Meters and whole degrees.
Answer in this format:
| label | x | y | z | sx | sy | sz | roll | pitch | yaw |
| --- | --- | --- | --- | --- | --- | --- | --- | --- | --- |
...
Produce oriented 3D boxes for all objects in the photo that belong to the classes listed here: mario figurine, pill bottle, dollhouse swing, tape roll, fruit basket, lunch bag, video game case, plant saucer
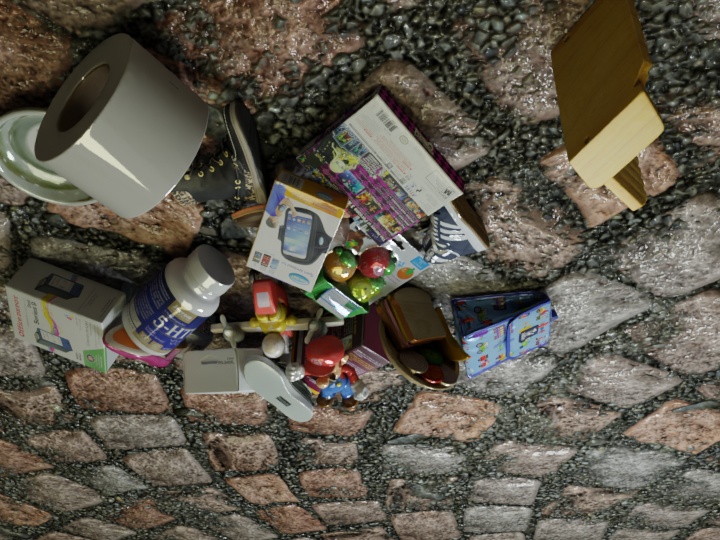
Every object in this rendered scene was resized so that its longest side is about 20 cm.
| label | x | y | z | sx | sy | sz | roll | pitch | yaw |
| --- | --- | --- | --- | --- | --- | --- | --- | --- | --- |
| mario figurine | -0.061 | 0.207 | 1.516 | 0.122 | 0.107 | 0.202 | -30 | 144 | -10 |
| pill bottle | -0.323 | 0.049 | 1.477 | 0.199 | 0.121 | 0.119 | -40 | 129 | 21 |
| dollhouse swing | 0.350 | -0.212 | 1.060 | 0.173 | 0.203 | 0.182 | 20 | 140 | -22 |
| tape roll | -0.320 | -0.192 | 1.109 | 0.200 | 0.206 | 0.139 | -24 | 136 | 30 |
| fruit basket | 0.000 | 0.000 | 1.442 | 0.198 | 0.095 | 0.185 | -27 | 134 | 28 |
| lunch bag | 0.285 | 0.108 | 1.596 | 0.195 | 0.095 | 0.152 | -15 | 141 | 1 |
| video game case | 0.030 | -0.151 | 1.242 | 0.180 | 0.036 | 0.200 | -31 | 114 | 35 |
| plant saucer | -0.461 | -0.182 | 1.252 | 0.195 | 0.051 | 0.202 | 1 | 142 | 1 |

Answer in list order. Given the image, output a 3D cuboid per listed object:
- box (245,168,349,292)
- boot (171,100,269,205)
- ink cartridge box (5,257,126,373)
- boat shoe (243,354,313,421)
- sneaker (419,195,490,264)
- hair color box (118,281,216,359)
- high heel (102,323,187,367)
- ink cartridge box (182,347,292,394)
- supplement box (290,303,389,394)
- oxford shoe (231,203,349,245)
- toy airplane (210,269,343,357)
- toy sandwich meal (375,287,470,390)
| label | x | y | z | sx | sy | sz | roll | pitch | yaw |
| --- | --- | --- | --- | --- | --- | --- | --- | --- | --- |
| box | -0.105 | -0.051 | 1.307 | 0.117 | 0.042 | 0.202 | 21 | 125 | -4 |
| boot | -0.223 | -0.168 | 1.247 | 0.147 | 0.075 | 0.201 | -5 | 149 | 4 |
| ink cartridge box | -0.538 | 0.083 | 1.517 | 0.196 | 0.088 | 0.147 | 22 | 134 | 6 |
| boat shoe | -0.155 | 0.213 | 1.573 | 0.069 | 0.065 | 0.201 | -19 | 133 | 20 |
| sneaker | 0.129 | -0.079 | 1.352 | 0.107 | 0.071 | 0.200 | -20 | 141 | 23 |
| hair color box | -0.395 | 0.104 | 1.617 | 0.197 | 0.062 | 0.099 | 24 | 137 | -26 |
| high heel | -0.420 | 0.149 | 1.535 | 0.095 | 0.068 | 0.199 | -32 | 163 | 24 |
| ink cartridge box | -0.236 | 0.200 | 1.637 | 0.143 | 0.086 | 0.199 | -8 | 171 | 31 |
| supplement box | -0.041 | 0.151 | 1.624 | 0.198 | 0.112 | 0.085 | -27 | 135 | 33 |
| oxford shoe | -0.114 | -0.072 | 1.347 | 0.195 | 0.075 | 0.071 | 1 | -179 | 2 |
| toy airplane | -0.158 | 0.105 | 1.542 | 0.197 | 0.144 | 0.199 | 25 | 137 | -29 |
| toy sandwich meal | 0.117 | 0.124 | 1.518 | 0.202 | 0.208 | 0.070 | 22 | 128 | -26 |
